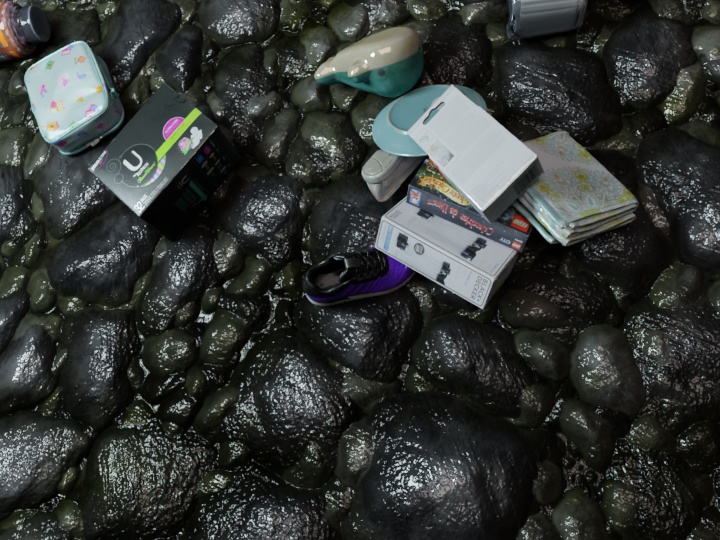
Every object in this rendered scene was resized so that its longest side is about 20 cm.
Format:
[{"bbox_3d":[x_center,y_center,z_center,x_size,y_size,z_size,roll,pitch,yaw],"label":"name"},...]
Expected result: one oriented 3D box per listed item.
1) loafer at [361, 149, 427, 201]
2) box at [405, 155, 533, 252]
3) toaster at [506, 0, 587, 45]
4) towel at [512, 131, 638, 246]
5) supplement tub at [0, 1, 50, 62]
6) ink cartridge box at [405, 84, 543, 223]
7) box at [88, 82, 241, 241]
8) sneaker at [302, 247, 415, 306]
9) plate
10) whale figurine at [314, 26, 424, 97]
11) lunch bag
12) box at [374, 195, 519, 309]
[{"bbox_3d":[0.079,-0.198,1.128,0.071,0.064,0.200,23,60,42],"label":"loafer"},{"bbox_3d":[0.187,-0.123,1.051,0.196,0.038,0.137,24,50,12],"label":"box"},{"bbox_3d":[0.311,-0.484,1.143,0.126,0.114,0.205,-4,70,7],"label":"toaster"},{"bbox_3d":[0.303,-0.128,1.018,0.168,0.049,0.202,-17,54,-26],"label":"towel"},{"bbox_3d":[-0.735,-0.478,1.351,0.195,0.107,0.110,-9,70,8],"label":"supplement tub"},{"bbox_3d":[0.167,-0.178,1.000,0.109,0.050,0.201,-44,56,8],"label":"ink cartridge box"},{"bbox_3d":[-0.336,-0.187,1.168,0.148,0.124,0.201,37,83,19],"label":"box"},{"bbox_3d":[0.000,0.001,1.051,0.196,0.100,0.071,-20,70,1],"label":"sneaker"},{"bbox_3d":[0.111,-0.260,1.109,0.195,0.026,0.203,-12,43,11],"label":"plate"},{"bbox_3d":[0.019,-0.350,1.171,0.196,0.106,0.160,-7,30,28],"label":"whale figurine"},{"bbox_3d":[-0.542,-0.329,1.280,0.158,0.077,0.203,-28,69,0],"label":"lunch bag"},{"bbox_3d":[0.134,-0.037,1.030,0.197,0.061,0.116,29,41,18],"label":"box"}]
